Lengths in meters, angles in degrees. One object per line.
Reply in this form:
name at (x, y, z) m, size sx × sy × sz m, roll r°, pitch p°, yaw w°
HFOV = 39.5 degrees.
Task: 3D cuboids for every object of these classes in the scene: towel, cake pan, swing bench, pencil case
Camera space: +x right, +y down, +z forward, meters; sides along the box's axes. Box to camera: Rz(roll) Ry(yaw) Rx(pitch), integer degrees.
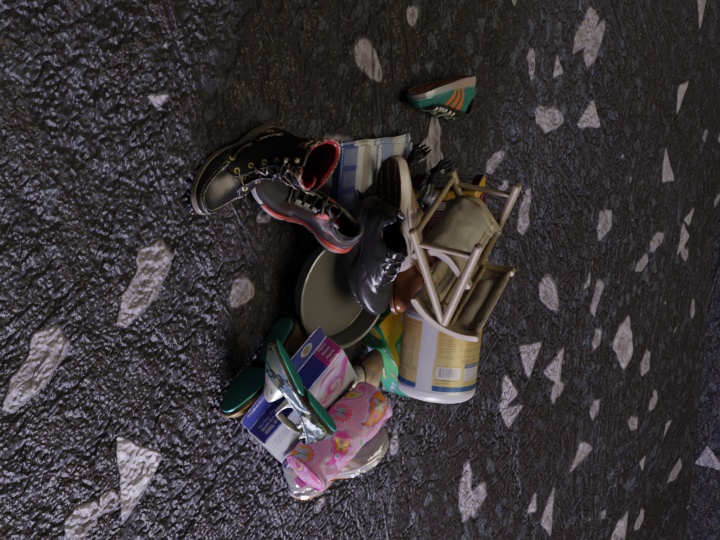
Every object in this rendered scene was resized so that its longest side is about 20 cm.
towel at (0.021, -0.161, 1.758) m, size 0.200 × 0.024 × 0.147 m, roll -15°, pitch 115°, yaw -48°
cake pan at (-0.033, 0.032, 1.664) m, size 0.200 × 0.037 × 0.201 m, roll -19°, pitch 118°, yaw -40°
swing bench at (0.173, -0.026, 1.671) m, size 0.199 × 0.129 × 0.201 m, roll -54°, pitch 150°, yaw -45°
pencil case at (-0.035, 0.276, 1.666) m, size 0.200 × 0.087 × 0.088 m, roll -45°, pitch 133°, yaw -27°

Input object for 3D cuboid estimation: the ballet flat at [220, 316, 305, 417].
ballet flat at (-0.146, 0.165, 1.593) m, size 0.200 × 0.068 × 0.063 m, roll -55°, pitch 134°, yaw -26°

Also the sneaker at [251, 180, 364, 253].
sneaker at (-0.074, -0.104, 1.547) m, size 0.200 × 0.082 × 0.077 m, roll 31°, pitch 65°, yaw -20°

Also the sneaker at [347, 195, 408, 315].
sneaker at (0.033, -0.016, 1.619) m, size 0.076 × 0.091 × 0.201 m, roll -21°, pitch 120°, yaw -37°

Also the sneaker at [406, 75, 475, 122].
sneaker at (0.156, -0.310, 1.851) m, size 0.200 × 0.071 × 0.080 m, roll -24°, pitch 115°, yaw -49°

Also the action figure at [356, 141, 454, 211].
action figure at (0.074, -0.143, 1.721) m, size 0.200 × 0.119 × 0.102 m, roll -50°, pitch 177°, yaw -33°

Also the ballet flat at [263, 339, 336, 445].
ballet flat at (-0.108, 0.193, 1.525) m, size 0.074 × 0.074 × 0.200 m, roll -49°, pitch 122°, yaw -33°

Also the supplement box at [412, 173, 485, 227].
supplement box at (0.167, -0.071, 1.867) m, size 0.103 × 0.130 × 0.201 m, roll -57°, pitch 146°, yaw -61°

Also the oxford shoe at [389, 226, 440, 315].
oxford shoe at (0.101, -0.005, 1.744) m, size 0.200 × 0.071 × 0.071 m, roll -65°, pitch 148°, yaw -35°

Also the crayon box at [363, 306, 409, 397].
crayon box at (0.073, 0.127, 1.882) m, size 0.119 × 0.058 × 0.200 m, roll -50°, pitch 136°, yaw -31°

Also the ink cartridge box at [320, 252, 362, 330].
ink cartridge box at (0.000, 0.000, 1.750) m, size 0.200 × 0.050 × 0.109 m, roll -40°, pitch 131°, yaw -27°

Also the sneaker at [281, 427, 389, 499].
sneaker at (-0.044, 0.312, 1.726) m, size 0.200 × 0.076 × 0.092 m, roll -27°, pitch 116°, yaw -15°

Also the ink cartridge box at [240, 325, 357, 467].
ink cartridge box at (-0.093, 0.209, 1.624) m, size 0.197 × 0.043 × 0.200 m, roll -50°, pitch 157°, yaw -13°

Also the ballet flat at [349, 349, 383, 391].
ballet flat at (-0.016, 0.230, 1.794) m, size 0.067 × 0.068 × 0.201 m, roll 25°, pitch 79°, yaw -38°

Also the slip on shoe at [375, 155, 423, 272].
slip on shoe at (0.072, -0.096, 1.645) m, size 0.060 × 0.076 × 0.201 m, roll -20°, pitch 116°, yaw -30°

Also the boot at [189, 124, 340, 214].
boot at (-0.136, -0.142, 1.447) m, size 0.200 × 0.150 × 0.073 m, roll -43°, pitch 132°, yaw -37°

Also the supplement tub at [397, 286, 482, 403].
supplement tub at (0.146, 0.125, 1.807) m, size 0.144 × 0.144 × 0.201 m, roll -6°, pitch 105°, yaw -52°
